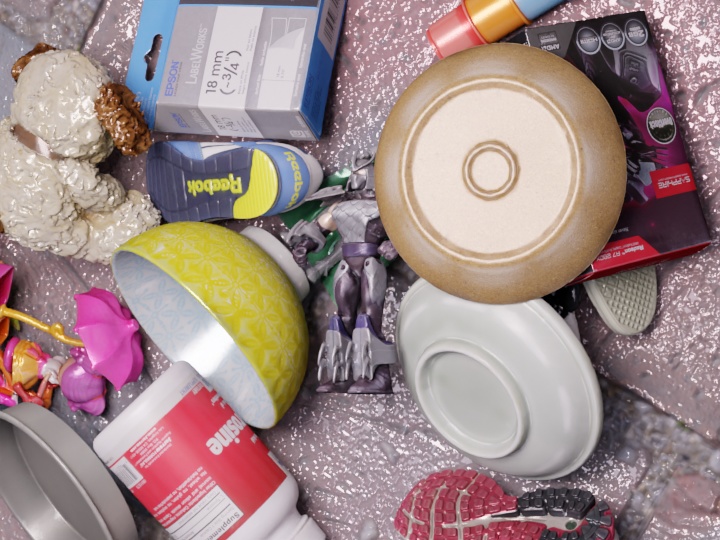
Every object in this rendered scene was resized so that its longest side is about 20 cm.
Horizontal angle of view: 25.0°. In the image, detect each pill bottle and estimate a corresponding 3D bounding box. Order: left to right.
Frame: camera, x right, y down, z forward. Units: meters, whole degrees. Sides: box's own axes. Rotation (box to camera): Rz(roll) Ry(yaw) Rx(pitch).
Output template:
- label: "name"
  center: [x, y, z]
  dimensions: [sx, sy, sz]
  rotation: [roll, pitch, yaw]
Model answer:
- label: "pill bottle"
  center: [-0.127, 0.185, 1.399]
  dimensions: [0.112, 0.112, 0.200]
  rotation: [-42, 92, 15]

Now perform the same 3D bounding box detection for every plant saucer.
- label: "plant saucer"
  center: [0.099, 0.094, 1.306]
  dimensions: [0.199, 0.050, 0.202]
  rotation: [25, 133, 30]
- label: "plant saucer"
  center: [0.102, -0.075, 1.235]
  dimensions: [0.198, 0.035, 0.202]
  rotation: [0, 89, 15]

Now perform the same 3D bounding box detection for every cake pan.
- label: "cake pan"
  center: [-0.266, 0.198, 1.440]
  dimensions: [0.200, 0.037, 0.201]
  rotation: [34, 145, 29]

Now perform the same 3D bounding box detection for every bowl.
- label: "bowl"
  center: [-0.107, 0.026, 1.385]
  dimensions: [0.200, 0.201, 0.108]
  rotation: [41, 68, 15]

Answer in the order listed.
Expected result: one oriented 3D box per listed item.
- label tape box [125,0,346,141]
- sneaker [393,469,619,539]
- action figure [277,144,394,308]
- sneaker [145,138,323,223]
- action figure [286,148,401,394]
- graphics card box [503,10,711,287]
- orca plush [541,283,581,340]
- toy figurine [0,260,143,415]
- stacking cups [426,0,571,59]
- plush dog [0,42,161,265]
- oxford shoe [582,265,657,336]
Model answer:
- label: "label tape box"
  center: [-0.123, -0.194, 1.408]
  dimensions: [0.198, 0.063, 0.146]
  rotation: [4, 72, 18]
- label: "sneaker"
  center: [0.119, 0.223, 1.347]
  dimensions: [0.198, 0.075, 0.081]
  rotation: [7, 52, 30]
- label: "action figure"
  center: [0.025, -0.070, 1.387]
  dimensions: [0.200, 0.055, 0.119]
  rotation: [-39, 76, 12]
- label: "sneaker"
  center: [-0.114, -0.079, 1.417]
  dimensions: [0.199, 0.082, 0.075]
  rotation: [9, 107, 46]
- label: "action figure"
  center: [0.000, 0.000, 1.324]
  dimensions: [0.129, 0.069, 0.202]
  rotation: [-3, 84, 45]
- label: "graphics card box"
  center: [0.194, -0.099, 1.289]
  dimensions: [0.051, 0.124, 0.202]
  rotation: [-26, 78, 62]
- label: "orca plush"
  center: [0.120, 0.009, 1.316]
  dimensions: [0.105, 0.071, 0.202]
  rotation: [-9, 92, 57]
- label: "toy figurine"
  center: [-0.287, 0.076, 1.470]
  dimensions: [0.182, 0.150, 0.202]
  rotation: [16, 118, 9]
- label: "stacking cups"
  center: [0.148, -0.232, 1.340]
  dimensions: [0.199, 0.060, 0.061]
  rotation: [-33, 80, 21]
- label: "plush dog"
  center: [-0.269, -0.110, 1.413]
  dimensions: [0.199, 0.160, 0.173]
  rotation: [31, 109, 28]
- label: "oxford shoe"
  center: [0.182, -0.039, 1.330]
  dimensions: [0.058, 0.075, 0.201]
  rotation: [-28, 89, 57]
